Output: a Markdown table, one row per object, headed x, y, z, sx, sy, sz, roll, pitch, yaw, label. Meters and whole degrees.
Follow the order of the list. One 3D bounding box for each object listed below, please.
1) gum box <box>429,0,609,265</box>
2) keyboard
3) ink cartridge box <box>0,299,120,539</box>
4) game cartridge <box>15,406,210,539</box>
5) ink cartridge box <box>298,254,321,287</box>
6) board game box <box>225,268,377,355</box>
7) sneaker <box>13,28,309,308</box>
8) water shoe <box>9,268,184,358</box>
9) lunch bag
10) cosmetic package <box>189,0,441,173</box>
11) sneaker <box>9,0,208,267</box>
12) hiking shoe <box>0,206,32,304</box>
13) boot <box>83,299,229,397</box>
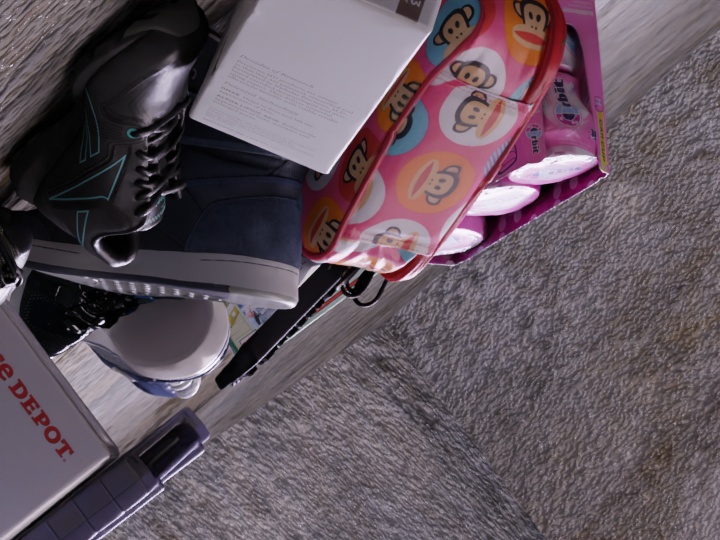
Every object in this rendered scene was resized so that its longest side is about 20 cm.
| x | y | z | sx | sy | sz | roll | pitch | yaw | label |
| --- | --- | --- | --- | --- | --- | --- | --- | --- | --- |
| 0.078 | -0.088 | 1.781 | 0.066 | 0.114 | 0.200 | 5 | 161 | -28 | gum box |
| 0.000 | 0.000 | 1.683 | 0.200 | 0.040 | 0.104 | -47 | 179 | -21 | keyboard |
| -0.262 | 0.112 | 1.704 | 0.200 | 0.145 | 0.084 | -38 | 177 | -2 | ink cartridge box |
| -0.164 | 0.147 | 1.770 | 0.130 | 0.038 | 0.200 | -42 | 180 | 10 | game cartridge |
| 0.000 | -0.108 | 1.780 | 0.198 | 0.047 | 0.200 | -51 | -158 | 26 | ink cartridge box |
| -0.034 | -0.047 | 1.958 | 0.200 | 0.135 | 0.029 | -37 | -157 | -10 | board game box |
| -0.114 | -0.060 | 1.590 | 0.201 | 0.147 | 0.077 | 5 | 174 | 26 | sneaker |
| -0.139 | -0.009 | 1.768 | 0.200 | 0.079 | 0.071 | -46 | 134 | 13 | water shoe |
| 0.021 | -0.113 | 1.583 | 0.082 | 0.177 | 0.200 | 14 | 127 | -31 | lunch bag |
| -0.010 | -0.136 | 1.348 | 0.200 | 0.081 | 0.113 | 126 | -16 | -66 | cosmetic package |
| -0.113 | -0.071 | 1.472 | 0.075 | 0.079 | 0.200 | -33 | 172 | -33 | sneaker |
| -0.217 | -0.003 | 1.476 | 0.101 | 0.076 | 0.200 | -45 | -174 | -12 | hiking shoe |
| -0.121 | 0.046 | 1.855 | 0.073 | 0.090 | 0.200 | -54 | -149 | -9 | boot |
